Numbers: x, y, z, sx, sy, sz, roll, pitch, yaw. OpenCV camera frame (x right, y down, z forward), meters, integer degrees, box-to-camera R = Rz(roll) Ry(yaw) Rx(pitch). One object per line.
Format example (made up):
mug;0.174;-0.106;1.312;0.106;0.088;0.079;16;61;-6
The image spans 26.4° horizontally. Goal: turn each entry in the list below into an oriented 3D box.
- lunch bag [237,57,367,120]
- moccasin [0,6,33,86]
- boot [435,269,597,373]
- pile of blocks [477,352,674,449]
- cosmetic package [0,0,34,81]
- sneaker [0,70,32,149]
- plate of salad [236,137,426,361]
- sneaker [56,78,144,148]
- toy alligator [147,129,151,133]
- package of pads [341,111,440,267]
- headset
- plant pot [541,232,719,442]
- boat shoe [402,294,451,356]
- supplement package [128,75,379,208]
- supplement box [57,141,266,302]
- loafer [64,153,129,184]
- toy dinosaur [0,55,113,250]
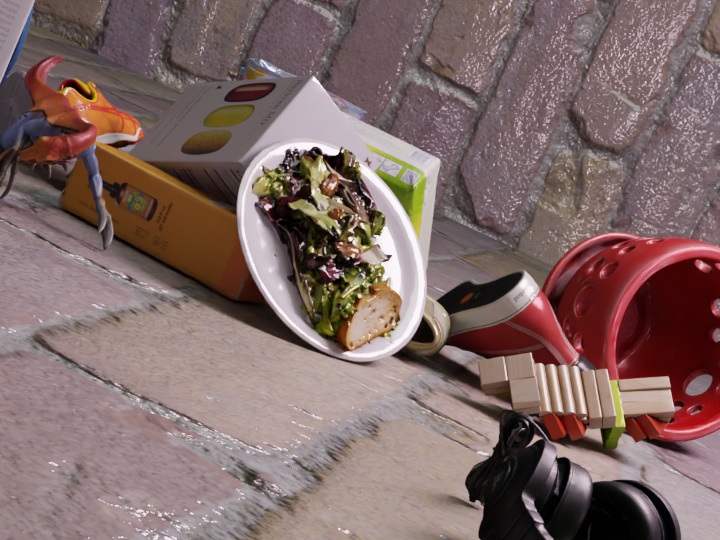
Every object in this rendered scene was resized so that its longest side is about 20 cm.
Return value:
lunch bag;-0.116;-0.211;2.320;0.200;0.170;0.127;26;8;22
moccasin;-0.341;-0.186;1.318;0.068;0.200;0.081;6;36;-40
boot;0.135;0.079;1.441;0.144;0.072;0.200;51;-23;-13
pile of blocks;0.184;0.125;1.324;0.199;0.082;0.062;11;55;-25
cosmetic package;-0.316;-0.177;1.227;0.071;0.200;0.101;23;8;-17
sneaker;-0.320;-0.156;1.583;0.112;0.078;0.200;19;8;-30
plate of salad;-0.015;-0.023;1.264;0.200;0.201;0.048;20;-34;-33
sneaker;-0.262;-0.152;1.509;0.073;0.077;0.200;-17;3;2
toy alligator;-0.185;-0.122;1.630;0.199;0.059;0.054;11;-25;6
package of pads;0.001;-0.073;1.666;0.154;0.068;0.200;27;-36;17
headset;0.113;0.150;0.866;0.123;0.094;0.200;25;21;-27
plant pot;0.294;0.061;1.587;0.200;0.201;0.182;21;-1;-22
boat shoe;-0.011;0.015;1.382;0.200;0.073;0.063;33;3;9
supplement package;-0.101;-0.097;1.386;0.200;0.114;0.110;5;-40;52
supplement box;-0.159;-0.043;1.320;0.200;0.067;0.069;27;7;20
loafer;-0.193;-0.101;1.490;0.200;0.068;0.076;-5;22;-39
toy dinosaur;-0.256;-0.114;1.230;0.105;0.201;0.181;3;-15;-29
